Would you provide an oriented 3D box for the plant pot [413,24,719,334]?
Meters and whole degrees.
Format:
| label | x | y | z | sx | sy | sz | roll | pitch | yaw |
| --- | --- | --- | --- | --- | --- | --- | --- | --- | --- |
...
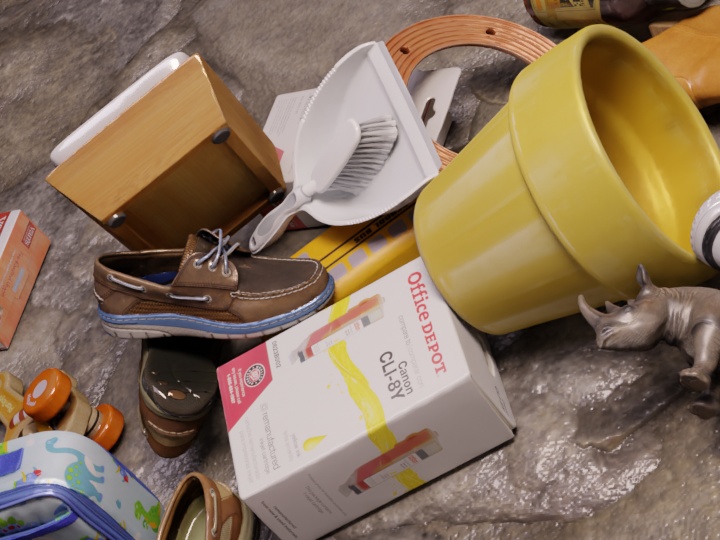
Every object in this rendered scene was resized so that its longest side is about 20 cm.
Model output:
| label | x | y | z | sx | sy | sz | roll | pitch | yaw |
| --- | --- | --- | --- | --- | --- | --- | --- | --- | --- |
| plant pot | 0.148 | -0.050 | 1.267 | 0.189 | 0.201 | 0.201 | -30 | 38 | 33 |

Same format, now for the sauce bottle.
| label | x | y | z | sx | sy | sz | roll | pitch | yaw |
| --- | --- | --- | --- | --- | --- | --- | --- | --- | --- |
| sauce bottle | 0.216 | -0.239 | 1.444 | 0.066 | 0.066 | 0.200 | -53 | 26 | -17 |

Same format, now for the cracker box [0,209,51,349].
| label | x | y | z | sx | sy | sz | roll | pitch | yaw |
| --- | --- | --- | --- | --- | --- | --- | --- | --- | --- |
| cracker box | -0.419 | 0.020 | 1.713 | 0.199 | 0.058 | 0.134 | -9 | 49 | 30 |

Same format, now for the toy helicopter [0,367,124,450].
| label | x | y | z | sx | sy | sz | roll | pitch | yaw |
| --- | --- | --- | --- | --- | --- | --- | --- | --- | --- |
| toy helicopter | -0.302 | 0.142 | 1.518 | 0.133 | 0.079 | 0.200 | -55 | 31 | -6 |

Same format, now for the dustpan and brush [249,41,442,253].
| label | x | y | z | sx | sy | sz | roll | pitch | yaw |
| --- | --- | --- | --- | --- | --- | --- | --- | --- | --- |
| dustpan and brush | -0.028 | -0.075 | 1.394 | 0.200 | 0.057 | 0.140 | -51 | 54 | 43 |

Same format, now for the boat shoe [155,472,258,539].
| label | x | y | z | sx | sy | sz | roll | pitch | yaw |
| --- | --- | --- | --- | --- | --- | --- | --- | --- | --- |
| boat shoe | -0.137 | 0.243 | 1.282 | 0.075 | 0.074 | 0.201 | -13 | 46 | 27 |

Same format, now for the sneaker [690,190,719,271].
| label | x | y | z | sx | sy | sz | roll | pitch | yaw |
| --- | --- | --- | --- | --- | --- | --- | --- | --- | --- |
| sneaker | 0.333 | -0.023 | 1.149 | 0.199 | 0.075 | 0.115 | -16 | 37 | -17 |

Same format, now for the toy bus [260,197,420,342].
| label | x | y | z | sx | sy | sz | roll | pitch | yaw |
| --- | --- | --- | --- | --- | --- | --- | --- | --- | --- |
| toy bus | 0.000 | 0.000 | 1.416 | 0.200 | 0.065 | 0.078 | -37 | 42 | 1 |

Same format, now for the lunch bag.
| label | x | y | z | sx | sy | sz | roll | pitch | yaw |
| --- | --- | --- | --- | --- | --- | --- | --- | --- | --- |
| lunch bag | -0.269 | 0.206 | 1.347 | 0.199 | 0.161 | 0.083 | -18 | 44 | 21 |

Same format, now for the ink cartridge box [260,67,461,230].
| label | x | y | z | sx | sy | sz | roll | pitch | yaw |
| --- | --- | --- | --- | --- | --- | --- | --- | --- | --- |
| ink cartridge box | 0.004 | -0.107 | 1.510 | 0.199 | 0.068 | 0.117 | -6 | 50 | 34 |

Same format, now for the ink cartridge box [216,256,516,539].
| label | x | y | z | sx | sy | sz | roll | pitch | yaw |
| --- | --- | --- | --- | --- | --- | --- | --- | --- | --- |
| ink cartridge box | 0.001 | 0.098 | 1.307 | 0.199 | 0.083 | 0.145 | -29 | 41 | 11 |

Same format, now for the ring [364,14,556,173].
| label | x | y | z | sx | sy | sz | roll | pitch | yaw |
| --- | --- | --- | --- | --- | --- | --- | --- | --- | --- |
| ring | 0.101 | -0.137 | 1.429 | 0.199 | 0.019 | 0.201 | 5 | 54 | -7 |

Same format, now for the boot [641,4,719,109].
| label | x | y | z | sx | sy | sz | roll | pitch | yaw |
| --- | --- | --- | --- | --- | --- | --- | --- | --- | --- |
| boot | 0.248 | -0.144 | 1.351 | 0.201 | 0.071 | 0.144 | -45 | 29 | -20 |

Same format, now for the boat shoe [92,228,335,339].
| label | x | y | z | sx | sy | sz | roll | pitch | yaw |
| --- | --- | --- | --- | --- | --- | --- | --- | --- | --- |
| boat shoe | -0.121 | 0.009 | 1.361 | 0.199 | 0.073 | 0.072 | -7 | 33 | 11 |

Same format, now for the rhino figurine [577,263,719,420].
| label | x | y | z | sx | sy | sz | roll | pitch | yaw |
| --- | --- | --- | --- | --- | --- | --- | --- | --- | --- |
| rhino figurine | 0.240 | 0.051 | 1.145 | 0.199 | 0.060 | 0.088 | 18 | 58 | 14 |

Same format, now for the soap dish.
| label | x | y | z | sx | sy | sz | roll | pitch | yaw |
| --- | --- | --- | --- | --- | --- | --- | --- | --- | --- |
| soap dish | -0.152 | -0.079 | 1.417 | 0.157 | 0.200 | 0.081 | -39 | 67 | 1 |

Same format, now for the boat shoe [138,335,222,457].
| label | x | y | z | sx | sy | sz | roll | pitch | yaw |
| --- | --- | --- | --- | --- | --- | --- | --- | --- | --- |
| boat shoe | -0.155 | 0.083 | 1.431 | 0.075 | 0.074 | 0.200 | 13 | 27 | -4 |
